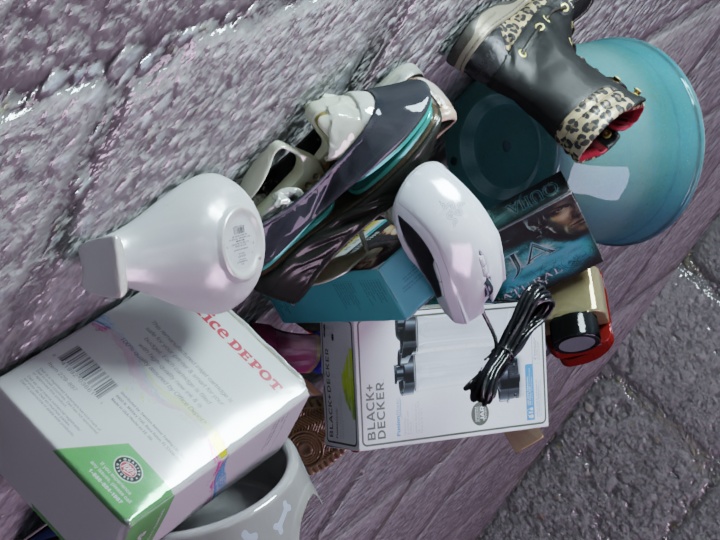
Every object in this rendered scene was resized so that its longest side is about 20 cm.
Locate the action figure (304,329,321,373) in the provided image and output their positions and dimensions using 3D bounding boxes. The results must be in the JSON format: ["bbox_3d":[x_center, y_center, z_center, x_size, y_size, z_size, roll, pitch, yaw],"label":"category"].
[{"bbox_3d":[-0.006,0.094,1.654,0.065,0.099,0.200,-46,-168,-13],"label":"action figure"}]

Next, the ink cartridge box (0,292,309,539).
[{"bbox_3d":[-0.157,0.107,1.308,0.200,0.145,0.088,-35,162,-41],"label":"ink cartridge box"}]

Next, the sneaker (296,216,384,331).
[{"bbox_3d":[0.010,0.005,1.670,0.199,0.076,0.115,-46,160,-29],"label":"sneaker"}]

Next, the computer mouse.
[{"bbox_3d":[0.087,0.004,1.388,0.110,0.044,0.201,-48,128,-21],"label":"computer mouse"}]

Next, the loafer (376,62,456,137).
[{"bbox_3d":[-0.005,-0.075,1.445,0.200,0.063,0.072,-49,165,4],"label":"loafer"}]

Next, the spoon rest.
[{"bbox_3d":[-0.129,-0.014,1.233,0.199,0.060,0.101,-12,99,-61],"label":"spoon rest"}]

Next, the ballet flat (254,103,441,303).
[{"bbox_3d":[-0.004,-0.049,1.396,0.200,0.068,0.068,-40,125,7],"label":"ballet flat"}]

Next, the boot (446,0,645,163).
[{"bbox_3d":[0.180,-0.176,1.544,0.199,0.150,0.073,-30,158,-50],"label":"boot"}]

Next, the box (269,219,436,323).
[{"bbox_3d":[0.000,0.000,1.478,0.082,0.049,0.199,-40,-162,-27],"label":"box"}]

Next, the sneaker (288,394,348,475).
[{"bbox_3d":[-0.087,0.153,1.616,0.198,0.071,0.109,-24,-172,12],"label":"sneaker"}]

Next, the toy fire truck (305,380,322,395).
[{"bbox_3d":[0.010,0.114,1.859,0.176,0.129,0.200,-44,177,24],"label":"toy fire truck"}]

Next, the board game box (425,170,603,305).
[{"bbox_3d":[0.111,-0.002,1.597,0.199,0.028,0.135,-28,148,6],"label":"board game box"}]

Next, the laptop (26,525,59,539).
[{"bbox_3d":[-0.206,0.135,1.514,0.177,0.103,0.202,-35,135,-43],"label":"laptop"}]

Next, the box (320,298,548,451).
[{"bbox_3d":[0.065,0.088,1.551,0.198,0.118,0.060,-3,-178,-30],"label":"box"}]

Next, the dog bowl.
[{"bbox_3d":[-0.128,0.182,1.385,0.200,0.199,0.059,-34,122,-42],"label":"dog bowl"}]

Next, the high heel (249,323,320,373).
[{"bbox_3d":[-0.111,0.103,1.657,0.095,0.068,0.200,3,161,-21],"label":"high heel"}]

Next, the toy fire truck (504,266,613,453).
[{"bbox_3d":[0.164,0.081,1.740,0.174,0.130,0.200,-13,155,12],"label":"toy fire truck"}]

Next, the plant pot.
[{"bbox_3d":[0.187,-0.117,1.666,0.187,0.200,0.201,-7,139,-47],"label":"plant pot"}]

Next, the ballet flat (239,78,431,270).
[{"bbox_3d":[-0.033,-0.084,1.342,0.200,0.073,0.073,-43,166,1],"label":"ballet flat"}]
